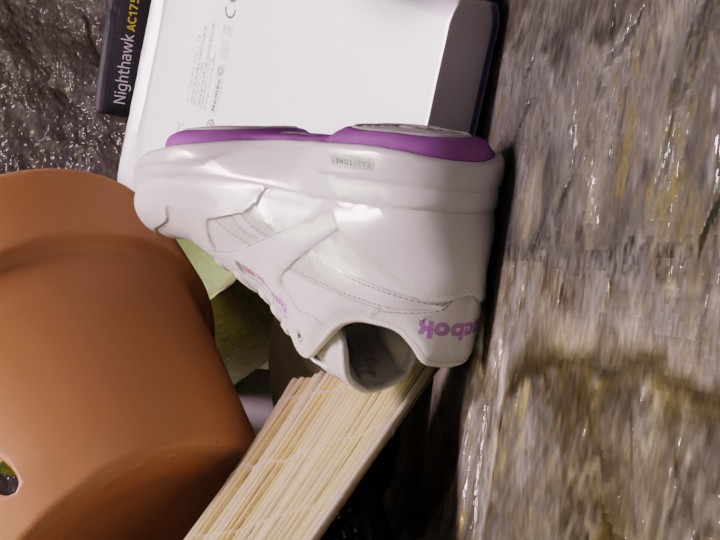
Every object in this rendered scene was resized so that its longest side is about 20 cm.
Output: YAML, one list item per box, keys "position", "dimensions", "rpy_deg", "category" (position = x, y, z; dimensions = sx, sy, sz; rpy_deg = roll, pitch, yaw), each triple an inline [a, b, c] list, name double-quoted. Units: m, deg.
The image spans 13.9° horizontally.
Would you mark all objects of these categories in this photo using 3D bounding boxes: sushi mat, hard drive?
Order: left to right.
- position: [-0.038, 0.094, 1.078]
  dimensions: [0.096, 0.012, 0.200]
  rpy_deg: [-21, 23, 41]
  category: "sushi mat"
- position: [-0.026, -0.067, 1.194]
  dimensions: [0.200, 0.025, 0.132]
  rpy_deg: [26, 108, 50]
  category: "hard drive"

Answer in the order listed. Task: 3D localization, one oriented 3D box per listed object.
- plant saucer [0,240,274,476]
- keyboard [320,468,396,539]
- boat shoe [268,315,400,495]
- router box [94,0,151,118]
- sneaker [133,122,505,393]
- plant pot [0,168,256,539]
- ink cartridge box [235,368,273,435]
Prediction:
- position: [-0.068, 0.014, 1.429]
  dimensions: [0.200, 0.048, 0.200]
  rpy_deg: [-37, 13, 38]
  category: "plant saucer"
- position: [-0.034, 0.135, 1.218]
  dimensions: [0.104, 0.040, 0.200]
  rpy_deg: [68, 156, 9]
  category: "keyboard"
- position: [0.002, 0.000, 1.223]
  dimensions: [0.074, 0.063, 0.202]
  rpy_deg: [-11, 78, 50]
  category: "boat shoe"
- position: [-0.058, -0.175, 1.601]
  dimensions: [0.051, 0.149, 0.200]
  rpy_deg: [-97, 15, -72]
  category: "router box"
- position: [-0.025, -0.006, 1.106]
  dimensions: [0.200, 0.075, 0.100]
  rpy_deg: [5, 97, 54]
  category: "sneaker"
- position: [-0.126, 0.078, 1.202]
  dimensions: [0.140, 0.200, 0.200]
  rpy_deg: [47, 139, 37]
  category: "plant pot"
- position: [-0.041, 0.160, 1.386]
  dimensions: [0.117, 0.067, 0.200]
  rpy_deg: [-99, 18, -72]
  category: "ink cartridge box"
